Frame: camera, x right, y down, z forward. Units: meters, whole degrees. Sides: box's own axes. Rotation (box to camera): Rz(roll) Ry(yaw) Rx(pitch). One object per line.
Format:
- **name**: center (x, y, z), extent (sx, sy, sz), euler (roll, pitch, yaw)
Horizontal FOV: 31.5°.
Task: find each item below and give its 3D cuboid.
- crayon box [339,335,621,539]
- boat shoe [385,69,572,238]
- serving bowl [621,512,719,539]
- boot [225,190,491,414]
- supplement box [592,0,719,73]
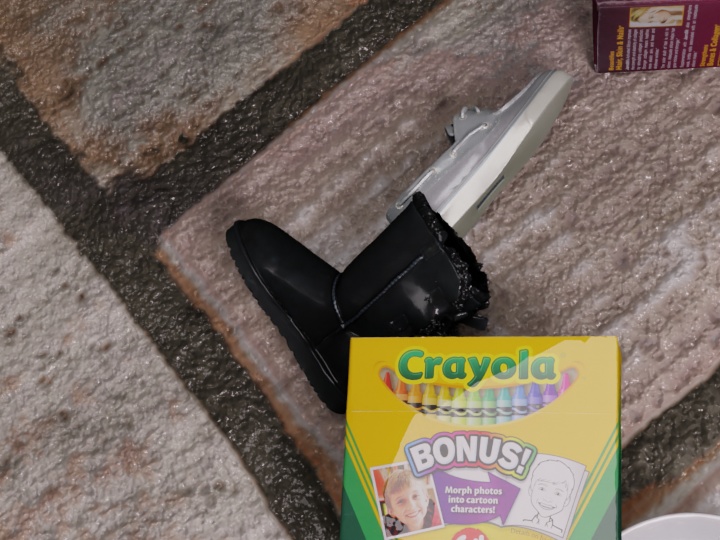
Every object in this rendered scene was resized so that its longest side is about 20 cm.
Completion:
- **crayon box**: center (0.088, 0.138, 0.920), extent (0.197, 0.058, 0.175), euler (-1, 75, 14)
- **boat shoe**: center (0.098, -0.103, 1.079), extent (0.071, 0.070, 0.201), euler (39, 83, 15)
- **serving bowl**: center (0.239, 0.278, 0.901), extent (0.197, 0.066, 0.202), euler (-4, 58, 6)
- **boot**: center (-0.001, -0.001, 1.034), extent (0.162, 0.073, 0.199), euler (-39, 73, 16)
- **supplement box**: center (0.295, -0.233, 1.071), extent (0.197, 0.111, 0.087), euler (-1, 68, 10)
